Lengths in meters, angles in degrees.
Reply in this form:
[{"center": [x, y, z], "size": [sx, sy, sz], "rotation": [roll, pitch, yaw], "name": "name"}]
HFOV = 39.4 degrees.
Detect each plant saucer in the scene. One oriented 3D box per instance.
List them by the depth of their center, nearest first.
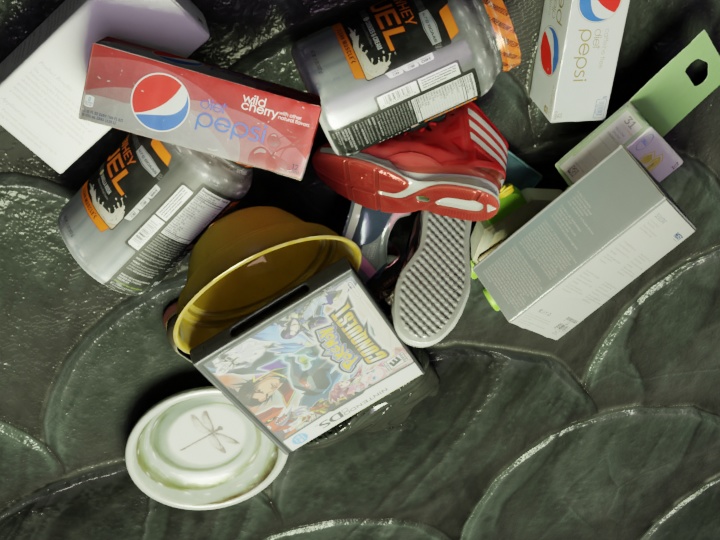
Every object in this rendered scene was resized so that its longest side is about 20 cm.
[{"center": [0.110, -0.130, 1.096], "size": [0.200, 0.019, 0.070], "rotation": [31, 112, -29], "name": "plant saucer"}, {"center": [-0.188, 0.209, 1.237], "size": [0.199, 0.050, 0.201], "rotation": [-7, 125, -10], "name": "plant saucer"}]

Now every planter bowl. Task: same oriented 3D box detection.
[{"center": [-0.105, -0.004, 0.988], "size": [0.200, 0.084, 0.201], "rotation": [-25, 157, -12], "name": "planter bowl"}]

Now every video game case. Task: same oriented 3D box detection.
[{"center": [-0.048, 0.095, 1.034], "size": [0.180, 0.026, 0.200], "rotation": [-31, 136, 4], "name": "video game case"}]

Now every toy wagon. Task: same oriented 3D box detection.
[{"center": [0.189, -0.040, 1.150], "size": [0.155, 0.040, 0.200], "rotation": [-33, 133, 9], "name": "toy wagon"}]

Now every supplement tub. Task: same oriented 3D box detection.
[{"center": [0.044, -0.201, 0.965], "size": [0.199, 0.123, 0.123], "rotation": [-24, 126, 2], "name": "supplement tub"}, {"center": [-0.192, -0.081, 0.990], "size": [0.200, 0.123, 0.122], "rotation": [-44, 123, 16], "name": "supplement tub"}]

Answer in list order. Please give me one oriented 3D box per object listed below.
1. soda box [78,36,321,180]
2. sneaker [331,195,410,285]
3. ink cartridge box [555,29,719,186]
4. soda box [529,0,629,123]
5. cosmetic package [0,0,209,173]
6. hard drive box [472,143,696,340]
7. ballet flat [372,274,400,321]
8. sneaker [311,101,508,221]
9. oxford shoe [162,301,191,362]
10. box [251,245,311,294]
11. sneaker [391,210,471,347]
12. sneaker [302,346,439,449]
[{"center": [-0.137, -0.143, 0.877], "size": [0.199, 0.063, 0.070], "rotation": [15, 107, -8], "name": "soda box"}, {"center": [0.000, 0.000, 1.126], "size": [0.082, 0.070, 0.201], "rotation": [7, 124, -16], "name": "sneaker"}, {"center": [0.316, -0.148, 1.078], "size": [0.200, 0.048, 0.145], "rotation": [-41, 154, 18], "name": "ink cartridge box"}, {"center": [0.223, -0.253, 1.007], "size": [0.063, 0.068, 0.201], "rotation": [-4, 124, -12], "name": "soda box"}, {"center": [-0.246, -0.196, 0.928], "size": [0.200, 0.074, 0.102], "rotation": [-39, 124, 11], "name": "cosmetic package"}, {"center": [0.241, -0.023, 1.069], "size": [0.200, 0.077, 0.156], "rotation": [-40, 154, 16], "name": "hard drive box"}, {"center": [0.002, 0.075, 1.162], "size": [0.200, 0.067, 0.046], "rotation": [-46, 164, 33], "name": "ballet flat"}, {"center": [0.057, -0.123, 1.043], "size": [0.199, 0.116, 0.078], "rotation": [15, 151, 10], "name": "sneaker"}, {"center": [-0.138, 0.106, 1.162], "size": [0.199, 0.075, 0.071], "rotation": [24, 116, -27], "name": "oxford shoe"}, {"center": [-0.082, 0.050, 1.101], "size": [0.119, 0.042, 0.201], "rotation": [-23, 108, 23], "name": "box"}, {"center": [0.081, 0.002, 1.078], "size": [0.078, 0.201, 0.080], "rotation": [15, 152, 3], "name": "sneaker"}, {"center": [0.012, 0.172, 1.242], "size": [0.199, 0.076, 0.091], "rotation": [-29, 136, 12], "name": "sneaker"}]
